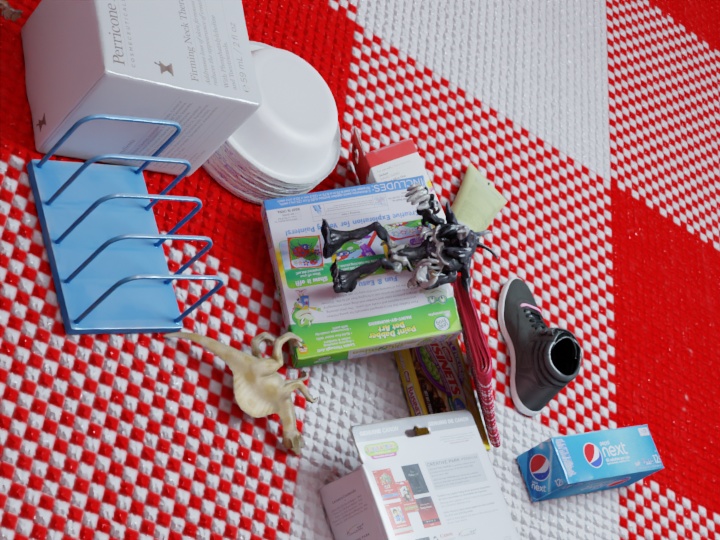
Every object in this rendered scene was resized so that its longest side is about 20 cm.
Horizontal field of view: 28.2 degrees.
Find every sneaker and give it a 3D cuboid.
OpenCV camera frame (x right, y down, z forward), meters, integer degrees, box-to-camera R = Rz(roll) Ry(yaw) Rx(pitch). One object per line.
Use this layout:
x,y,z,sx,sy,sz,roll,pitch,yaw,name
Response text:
0.239,0.082,1.874,0.071,0.099,0.200,18,51,-31,sneaker

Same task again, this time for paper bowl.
-0.108,-0.187,1.736,0.201,0.104,0.201,24,49,-31,paper bowl

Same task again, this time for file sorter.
-0.243,-0.049,1.507,0.139,0.123,0.200,1,64,-41,file sorter

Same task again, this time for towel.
0.142,0.109,1.719,0.200,0.022,0.145,74,4,-57,towel

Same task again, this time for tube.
0.146,-0.070,1.935,0.200,0.052,0.058,-58,148,-50,tube

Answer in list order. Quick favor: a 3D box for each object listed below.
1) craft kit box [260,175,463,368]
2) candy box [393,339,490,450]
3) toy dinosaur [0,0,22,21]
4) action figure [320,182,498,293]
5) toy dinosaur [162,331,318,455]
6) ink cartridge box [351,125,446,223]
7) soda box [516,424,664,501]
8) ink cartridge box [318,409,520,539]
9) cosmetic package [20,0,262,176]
0.000,0.000,1.671,0.200,0.049,0.198,-9,70,-12,craft kit box
0.093,0.130,1.763,0.102,0.026,0.200,6,60,-44,candy box
-0.444,-0.346,1.560,0.200,0.086,0.136,-10,59,-28,toy dinosaur
0.061,-0.027,1.616,0.200,0.102,0.119,-9,72,-9,action figure
-0.110,0.109,1.563,0.200,0.058,0.101,47,53,-9,toy dinosaur
0.053,-0.083,1.794,0.067,0.116,0.200,-19,75,-8,ink cartridge box
0.296,0.246,1.839,0.200,0.068,0.064,0,63,-42,soda box
0.063,0.258,1.606,0.200,0.084,0.176,-1,65,-43,ink cartridge box
-0.245,-0.225,1.589,0.200,0.166,0.168,7,59,-38,cosmetic package
